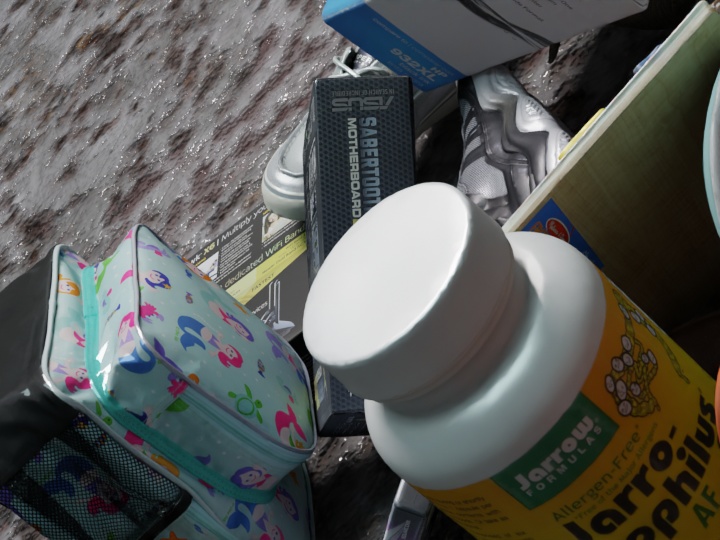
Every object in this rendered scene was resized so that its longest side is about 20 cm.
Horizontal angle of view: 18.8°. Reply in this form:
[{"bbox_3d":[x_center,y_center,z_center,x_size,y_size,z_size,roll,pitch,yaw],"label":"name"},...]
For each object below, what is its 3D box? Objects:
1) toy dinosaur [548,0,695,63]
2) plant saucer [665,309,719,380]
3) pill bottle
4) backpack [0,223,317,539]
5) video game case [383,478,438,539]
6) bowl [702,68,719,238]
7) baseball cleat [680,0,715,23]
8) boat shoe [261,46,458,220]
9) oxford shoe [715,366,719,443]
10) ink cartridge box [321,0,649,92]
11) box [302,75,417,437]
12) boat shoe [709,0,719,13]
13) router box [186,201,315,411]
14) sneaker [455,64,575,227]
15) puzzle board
[{"bbox_3d":[0.183,-0.181,1.194,0.200,0.102,0.077,-55,24,4],"label":"toy dinosaur"},{"bbox_3d":[0.146,0.105,0.947,0.200,0.034,0.201,-34,31,24],"label":"plant saucer"},{"bbox_3d":[0.073,0.056,0.861,0.112,0.200,0.113,-32,35,26],"label":"pill bottle"},{"bbox_3d":[-0.106,0.088,1.146,0.150,0.200,0.178,-36,25,13],"label":"backpack"},{"bbox_3d":[0.032,0.094,1.007,0.200,0.019,0.143,103,-173,-58],"label":"video game case"},{"bbox_3d":[0.221,-0.047,0.895,0.201,0.201,0.105,-52,9,-6],"label":"bowl"},{"bbox_3d":[0.196,-0.174,1.103,0.201,0.106,0.070,-57,35,15],"label":"baseball cleat"},{"bbox_3d":[0.008,-0.108,1.294,0.070,0.072,0.201,22,48,31],"label":"boat shoe"},{"bbox_3d":[0.194,0.079,0.738,0.072,0.200,0.071,-10,51,46],"label":"oxford shoe"},{"bbox_3d":[0.085,-0.194,1.164,0.200,0.084,0.146,-15,46,56],"label":"ink cartridge box"},{"bbox_3d":[0.000,0.000,1.090,0.200,0.051,0.159,107,161,-82],"label":"box"},{"bbox_3d":[0.172,-0.085,1.033,0.072,0.072,0.200,-27,-16,-26],"label":"boat shoe"},{"bbox_3d":[-0.068,0.037,1.305,0.200,0.052,0.158,-36,30,23],"label":"router box"},{"bbox_3d":[0.067,-0.043,1.192,0.114,0.075,0.200,-45,28,8],"label":"sneaker"},{"bbox_3d":[0.127,-0.022,0.977,0.151,0.200,0.017,-48,60,1],"label":"puzzle board"}]
